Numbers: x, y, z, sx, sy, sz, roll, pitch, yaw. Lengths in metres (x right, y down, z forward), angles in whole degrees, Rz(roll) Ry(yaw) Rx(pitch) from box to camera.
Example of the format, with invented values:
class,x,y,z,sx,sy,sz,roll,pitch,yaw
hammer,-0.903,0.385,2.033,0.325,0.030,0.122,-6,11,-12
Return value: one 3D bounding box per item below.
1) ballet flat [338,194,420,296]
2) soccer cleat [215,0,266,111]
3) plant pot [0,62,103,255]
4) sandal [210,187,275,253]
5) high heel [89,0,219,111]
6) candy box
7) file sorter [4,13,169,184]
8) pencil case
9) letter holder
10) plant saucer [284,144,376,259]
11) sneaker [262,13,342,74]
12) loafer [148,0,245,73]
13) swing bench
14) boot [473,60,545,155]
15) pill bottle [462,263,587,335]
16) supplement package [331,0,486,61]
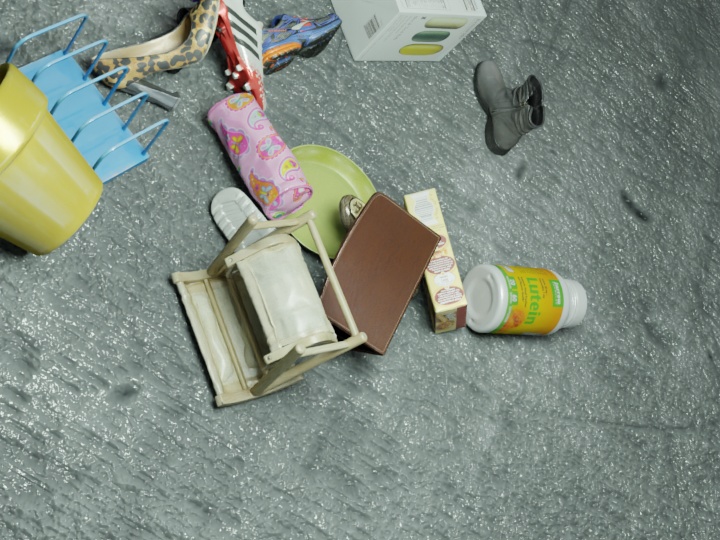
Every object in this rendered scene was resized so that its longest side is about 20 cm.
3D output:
class,x,y,z,sx,sy,sz,roll,pitch,yaw
ballet flat,0.034,-0.037,1.761,0.200,0.046,0.067,56,47,-21
soccer cleat,-0.176,-0.340,1.760,0.085,0.069,0.200,-37,119,-29
plant pot,-0.436,-0.126,1.437,0.189,0.201,0.201,43,47,-29
sandal,-0.147,-0.032,1.665,0.203,0.082,0.050,63,7,12
high heel,-0.295,-0.342,1.657,0.142,0.200,0.071,22,15,-28
candy box,0.117,-0.014,1.794,0.055,0.115,0.200,-13,70,-1
file sorter,-0.381,-0.231,1.568,0.200,0.123,0.139,52,48,1
pencil case,-0.150,-0.172,1.700,0.087,0.087,0.200,-15,61,-39
letter holder,0.000,0.000,1.656,0.142,0.101,0.200,35,73,-30
plant saucer,-0.057,-0.102,1.782,0.200,0.031,0.200,17,56,-27
sneaker,-0.107,-0.393,1.883,0.200,0.075,0.078,-32,82,-43
loafer,-0.251,-0.384,1.777,0.070,0.068,0.201,50,51,-14
swing bench,-0.129,0.052,1.544,0.130,0.200,0.199,-7,70,-47
boot,0.277,-0.319,2.066,0.070,0.132,0.200,4,63,-32
pill bottle,0.272,0.050,1.872,0.200,0.111,0.111,4,63,-33
supplement package,0.081,-0.469,1.999,0.200,0.152,0.151,-8,70,-37
